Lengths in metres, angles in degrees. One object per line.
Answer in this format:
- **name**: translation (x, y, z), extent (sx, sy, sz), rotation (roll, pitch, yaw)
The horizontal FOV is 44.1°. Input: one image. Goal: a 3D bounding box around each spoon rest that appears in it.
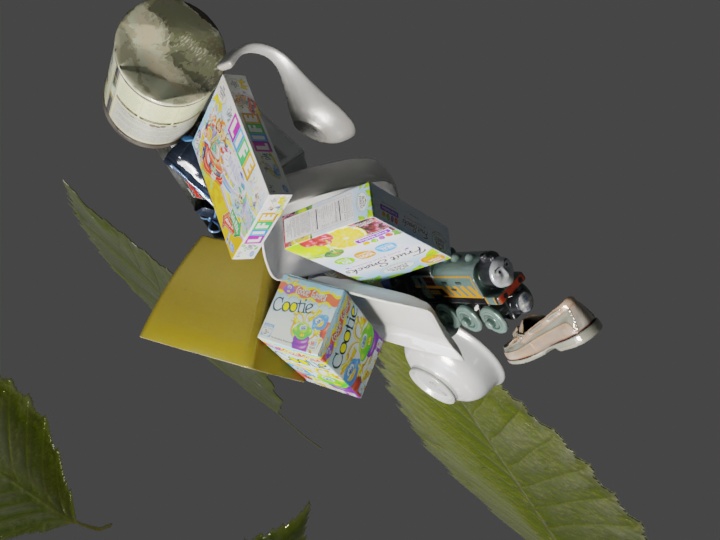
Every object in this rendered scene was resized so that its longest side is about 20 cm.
- **spoon rest**: translation (-0.086, -0.231, 1.152), extent (0.199, 0.061, 0.099), rotation (33, 166, -30)

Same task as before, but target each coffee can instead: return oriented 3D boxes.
- **coffee can**: translation (-0.278, -0.268, 1.241), extent (0.146, 0.147, 0.200), rotation (41, 160, -10)

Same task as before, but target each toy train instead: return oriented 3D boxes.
- **toy train**: translation (0.154, 0.023, 1.253), extent (0.114, 0.085, 0.200), rotation (55, 155, -19)

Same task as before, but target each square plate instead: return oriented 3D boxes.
- **square plate**: translation (0.045, 0.068, 1.322), extent (0.197, 0.029, 0.200), rotation (13, 160, 27)

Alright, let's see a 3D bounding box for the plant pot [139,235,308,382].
- **plant pot**: translation (-0.186, 0.055, 1.381), extent (0.199, 0.178, 0.200), rotation (13, 173, 23)

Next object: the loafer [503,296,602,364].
- **loafer**: translation (0.256, 0.080, 1.236), extent (0.063, 0.072, 0.200), rotation (55, 153, -1)

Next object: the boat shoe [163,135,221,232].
- **boat shoe**: translation (-0.228, -0.110, 1.353), extent (0.201, 0.069, 0.084), rotation (56, 167, -22)

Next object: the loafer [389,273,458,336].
- **loafer**: translation (0.094, 0.029, 1.390), extent (0.071, 0.063, 0.200), rotation (-21, 131, 14)

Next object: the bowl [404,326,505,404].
- **bowl**: translation (0.149, 0.171, 1.573), extent (0.200, 0.091, 0.201), rotation (33, 160, 14)

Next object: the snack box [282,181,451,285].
- **snack box**: translation (0.012, -0.043, 1.186), extent (0.141, 0.053, 0.200), rotation (-17, 157, 30)

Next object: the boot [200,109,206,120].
- **boot**: translation (-0.280, -0.221, 1.488), extent (0.131, 0.068, 0.200), rotation (47, 151, -16)

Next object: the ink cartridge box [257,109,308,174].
- **ink cartridge box**: translation (-0.151, -0.144, 1.340), extent (0.176, 0.084, 0.200), rotation (44, 164, 27)

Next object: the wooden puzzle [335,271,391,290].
- **wooden puzzle**: translation (0.000, 0.000, 1.453), extent (0.186, 0.046, 0.200), rotation (56, 169, 12)

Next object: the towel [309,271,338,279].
- **towel**: translation (-0.048, 0.025, 1.687), extent (0.200, 0.035, 0.192), rotation (42, 157, -5)

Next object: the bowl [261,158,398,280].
- **bowl**: translation (-0.049, -0.079, 1.247), extent (0.200, 0.198, 0.075), rotation (88, 164, -58)

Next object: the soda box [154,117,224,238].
- **soda box**: translation (-0.245, -0.145, 1.428), extent (0.070, 0.063, 0.201), rotation (4, 134, 42)

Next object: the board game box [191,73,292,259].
- **board game box**: translation (-0.159, -0.135, 1.158), extent (0.135, 0.034, 0.201), rotation (-53, 51, 44)

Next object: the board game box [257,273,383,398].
- **board game box**: translation (-0.055, 0.101, 1.324), extent (0.104, 0.104, 0.200), rotation (14, 161, 25)
